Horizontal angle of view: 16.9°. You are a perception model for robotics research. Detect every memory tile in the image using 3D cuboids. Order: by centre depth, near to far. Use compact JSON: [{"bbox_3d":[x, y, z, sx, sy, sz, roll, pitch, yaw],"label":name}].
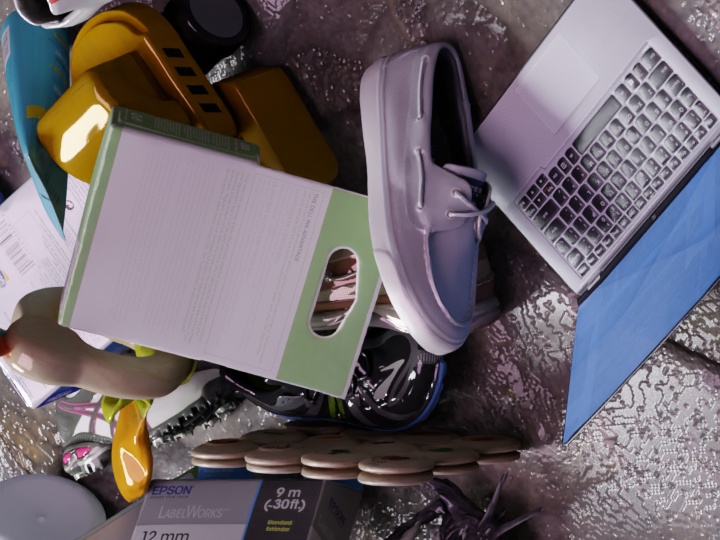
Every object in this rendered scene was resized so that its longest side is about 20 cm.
[{"bbox_3d":[-0.003,0.121,1.644,0.199,0.153,0.017,1,95,39],"label":"memory tile"}]

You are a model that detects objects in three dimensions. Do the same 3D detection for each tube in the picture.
[{"bbox_3d":[-0.227,-0.112,1.716,0.050,0.201,0.078,-19,131,6],"label":"tube"}]

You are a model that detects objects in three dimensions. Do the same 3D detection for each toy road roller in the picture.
[{"bbox_3d":[-0.127,-0.088,1.655,0.123,0.146,0.201,-39,83,45],"label":"toy road roller"}]

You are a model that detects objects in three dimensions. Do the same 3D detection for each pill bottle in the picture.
[{"bbox_3d":[-0.268,0.274,1.982,0.106,0.106,0.201,31,128,27],"label":"pill bottle"}]

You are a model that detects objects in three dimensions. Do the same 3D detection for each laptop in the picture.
[{"bbox_3d":[0.136,-0.039,1.467,0.200,0.116,0.188,49,133,12],"label":"laptop"}]

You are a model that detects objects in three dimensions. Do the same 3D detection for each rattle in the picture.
[{"bbox_3d":[-0.218,0.083,1.651,0.130,0.199,0.143,50,122,25],"label":"rattle"}]

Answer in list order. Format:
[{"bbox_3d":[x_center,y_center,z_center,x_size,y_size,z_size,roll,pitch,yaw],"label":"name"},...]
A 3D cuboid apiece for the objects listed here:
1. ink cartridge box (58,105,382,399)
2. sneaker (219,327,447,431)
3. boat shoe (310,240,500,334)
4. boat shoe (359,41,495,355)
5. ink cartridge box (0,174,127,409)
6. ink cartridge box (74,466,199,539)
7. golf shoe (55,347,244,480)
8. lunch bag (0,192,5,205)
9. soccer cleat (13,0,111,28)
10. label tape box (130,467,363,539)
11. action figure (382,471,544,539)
[{"bbox_3d":[-0.086,-0.011,1.595,0.198,0.048,0.147,14,109,-9],"label":"ink cartridge box"},{"bbox_3d":[-0.020,0.070,1.673,0.199,0.082,0.071,-5,72,43],"label":"sneaker"},{"bbox_3d":[0.000,0.000,1.631,0.198,0.076,0.072,2,103,21],"label":"boat shoe"},{"bbox_3d":[0.051,-0.049,1.541,0.068,0.072,0.202,-22,62,37],"label":"boat shoe"},{"bbox_3d":[-0.220,0.006,1.792,0.200,0.076,0.137,-39,82,24],"label":"ink cartridge box"},{"bbox_3d":[-0.145,0.220,1.780,0.059,0.200,0.104,-28,91,44],"label":"ink cartridge box"},{"bbox_3d":[-0.170,0.096,1.835,0.199,0.077,0.089,-22,86,44],"label":"golf shoe"},{"bbox_3d":[-0.358,-0.004,1.945,0.160,0.082,0.201,28,126,30],"label":"lunch bag"},{"bbox_3d":[-0.206,-0.201,1.674,0.069,0.085,0.200,58,165,-14],"label":"soccer cleat"},{"bbox_3d":[-0.085,0.190,1.695,0.142,0.201,0.066,-3,143,25],"label":"label tape box"},{"bbox_3d":[0.051,0.225,1.678,0.119,0.102,0.200,38,132,2],"label":"action figure"}]
